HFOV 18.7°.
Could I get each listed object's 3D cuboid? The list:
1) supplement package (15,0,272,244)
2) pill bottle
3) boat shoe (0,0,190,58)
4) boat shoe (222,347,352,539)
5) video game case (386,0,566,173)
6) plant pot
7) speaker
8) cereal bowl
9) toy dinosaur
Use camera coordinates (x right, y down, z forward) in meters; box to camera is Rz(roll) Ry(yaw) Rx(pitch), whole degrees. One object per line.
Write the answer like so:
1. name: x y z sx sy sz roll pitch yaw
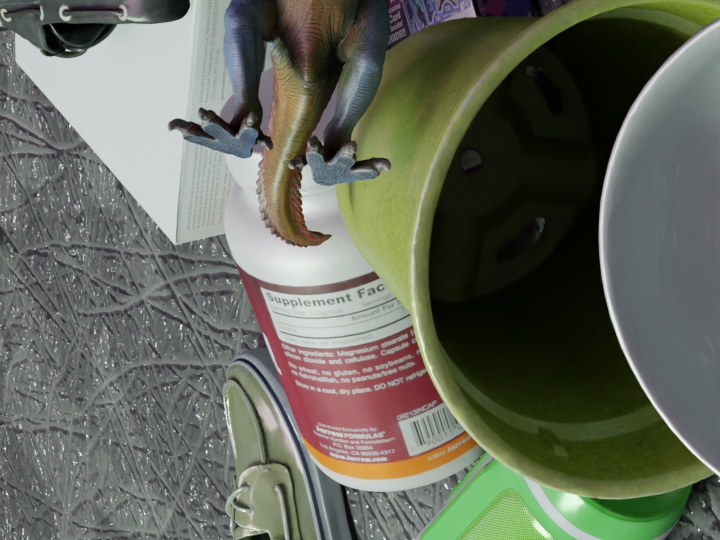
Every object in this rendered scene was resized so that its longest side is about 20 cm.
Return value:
1. supplement package: -0.088 -0.137 1.135 0.200 0.110 0.157 46 139 43
2. pill bottle: 0.000 0.000 1.065 0.113 0.113 0.201 33 149 50
3. boat shoe: -0.143 -0.132 1.054 0.199 0.068 0.057 -7 95 58
4. boat shoe: -0.048 0.146 1.319 0.072 0.062 0.201 -35 72 59
5. video game case: 0.016 -0.130 1.105 0.200 0.036 0.183 -21 85 61
6. plant pot: 0.079 -0.029 0.916 0.184 0.199 0.202 -148 49 -66
7. speaker: 0.085 0.127 1.059 0.089 0.088 0.200 63 149 19
8. cereal bowl: 0.190 -0.011 0.780 0.199 0.083 0.202 10 111 27
9. toy dinosaur: -0.030 -0.131 0.869 0.200 0.104 0.183 128 150 -66
